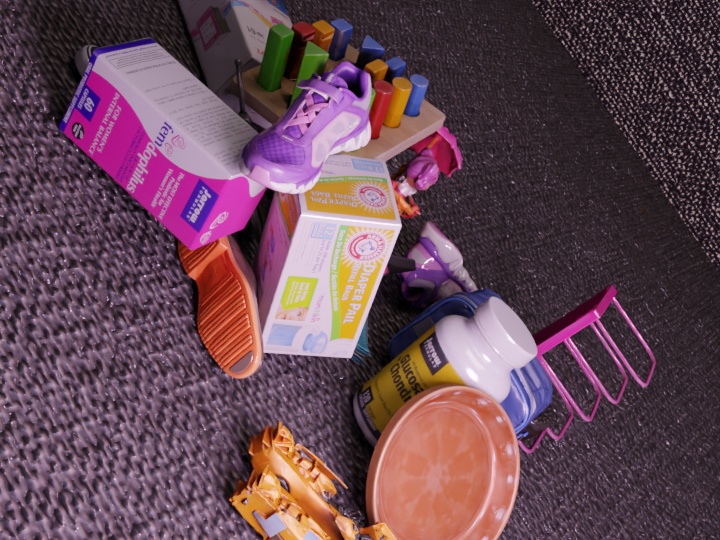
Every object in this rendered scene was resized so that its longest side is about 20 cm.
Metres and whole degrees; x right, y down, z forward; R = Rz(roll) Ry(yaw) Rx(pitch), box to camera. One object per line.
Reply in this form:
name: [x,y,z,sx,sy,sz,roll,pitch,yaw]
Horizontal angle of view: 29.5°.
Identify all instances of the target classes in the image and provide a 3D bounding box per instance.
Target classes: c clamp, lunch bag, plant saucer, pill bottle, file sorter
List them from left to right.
c clamp: [-0.131,-0.126,1.559,0.201,0.027,0.173,-102,-176,-61]
plant saucer: [0.084,0.219,1.427,0.200,0.202,0.032,35,-15,-34]
pill bottle: [0.095,0.122,1.507,0.112,0.200,0.112,42,20,-19]
lunch bag: [0.133,0.132,1.652,0.201,0.135,0.132,58,25,9]
file sorter: [0.282,0.138,1.843,0.126,0.199,0.139,55,24,0]

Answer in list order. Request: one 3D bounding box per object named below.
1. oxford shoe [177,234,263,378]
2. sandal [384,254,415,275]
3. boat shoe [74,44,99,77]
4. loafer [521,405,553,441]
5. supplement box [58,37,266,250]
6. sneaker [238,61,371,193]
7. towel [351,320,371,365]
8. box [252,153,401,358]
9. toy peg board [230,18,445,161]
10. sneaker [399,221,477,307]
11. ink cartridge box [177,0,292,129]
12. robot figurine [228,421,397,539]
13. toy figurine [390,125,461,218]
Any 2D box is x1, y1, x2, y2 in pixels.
oxford shoe: [-0.126,0.030,1.400,0.073,0.071,0.202,31,31,-47]
sandal: [0.000,0.000,1.624,0.199,0.074,0.046,11,77,-52]
boat shoe: [-0.226,-0.186,1.515,0.199,0.068,0.074,45,24,-18]
loafer: [0.156,0.150,1.767,0.200,0.072,0.073,44,41,16]
supplement box: [-0.192,-0.131,1.386,0.199,0.102,0.103,40,30,13]
sneaker: [-0.048,-0.147,1.340,0.080,0.089,0.200,31,39,14]
towel: [-0.042,0.007,1.645,0.146,0.022,0.201,41,26,-26]
box: [-0.041,-0.015,1.420,0.111,0.201,0.102,4,43,-17]
toy peg board: [-0.015,-0.233,1.647,0.199,0.099,0.198,38,44,19]
sneaker: [0.096,0.014,1.813,0.080,0.088,0.200,44,-5,28]
ink cartridge box: [-0.147,-0.296,1.792,0.144,0.084,0.202,23,38,-49]
robot figurine: [-0.034,0.243,1.284,0.200,0.058,0.146,45,26,-16]
toy figurine: [0.047,-0.111,1.744,0.150,0.184,0.201,42,19,-19]
